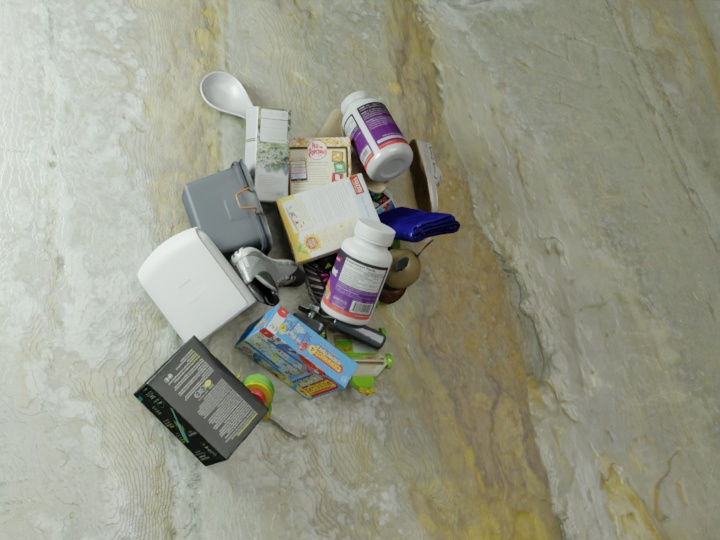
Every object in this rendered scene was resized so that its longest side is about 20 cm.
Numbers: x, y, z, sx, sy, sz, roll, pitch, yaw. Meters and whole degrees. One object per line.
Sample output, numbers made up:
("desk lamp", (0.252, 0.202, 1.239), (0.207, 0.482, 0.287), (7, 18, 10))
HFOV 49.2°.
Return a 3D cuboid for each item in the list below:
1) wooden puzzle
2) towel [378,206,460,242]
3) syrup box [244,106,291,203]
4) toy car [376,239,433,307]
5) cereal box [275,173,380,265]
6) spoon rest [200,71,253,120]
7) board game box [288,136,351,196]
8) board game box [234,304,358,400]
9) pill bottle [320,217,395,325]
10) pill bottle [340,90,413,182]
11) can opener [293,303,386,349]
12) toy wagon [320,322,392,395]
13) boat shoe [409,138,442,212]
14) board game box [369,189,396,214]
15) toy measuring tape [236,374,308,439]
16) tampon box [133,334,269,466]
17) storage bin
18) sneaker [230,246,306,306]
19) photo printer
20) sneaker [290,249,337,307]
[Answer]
("wooden puzzle", (-0.010, -0.272, 1.832), (0.199, 0.046, 0.186), (25, 53, 1))
("towel", (0.103, -0.105, 1.745), (0.147, 0.199, 0.050), (-14, 106, -36))
("syrup box", (-0.201, -0.246, 1.691), (0.078, 0.081, 0.202), (0, 96, -27))
("toy car", (0.072, -0.019, 1.723), (0.164, 0.200, 0.158), (-33, 90, -32))
("cereal box", (-0.065, -0.109, 1.669), (0.199, 0.040, 0.145), (-18, 80, -14))
("spoon rest", (-0.270, -0.358, 1.740), (0.200, 0.061, 0.099), (48, 59, -7))
("board game box", (-0.093, -0.191, 1.732), (0.150, 0.046, 0.202), (-1, 85, -4))
("board game box", (-0.131, 0.168, 1.556), (0.195, 0.200, 0.056), (38, 62, -11))
("pill bottle", (0.000, 0.000, 1.614), (0.111, 0.111, 0.201), (14, 106, -23))
("pill bottle", (0.030, -0.305, 1.768), (0.112, 0.113, 0.201), (-11, 60, -30))
("can opener", (-0.048, 0.127, 1.646), (0.199, 0.053, 0.067), (25, 75, 1))
("toy wagon", (-0.010, 0.183, 1.663), (0.154, 0.040, 0.201), (3, 49, -20))
("boat shoe", (0.170, -0.228, 1.920), (0.069, 0.071, 0.202), (-2, 73, -26))
("board game box", (-0.021, -0.160, 1.819), (0.199, 0.035, 0.127), (-21, 83, -31))
("toy measuring tape", (-0.175, 0.263, 1.573), (0.199, 0.074, 0.074), (34, 61, -11))
("tampon box", (-0.299, 0.247, 1.471), (0.200, 0.150, 0.126), (46, 60, -7))
("storage bin", (-0.279, -0.113, 1.617), (0.133, 0.146, 0.201), (-18, 82, -21))
("sneaker", (-0.176, 0.031, 1.609), (0.199, 0.075, 0.116), (19, 37, -48))
("photo printer", (-0.325, 0.028, 1.535), (0.166, 0.069, 0.201), (-36, 92, 9))
("sneaker", (-0.078, 0.005, 1.701), (0.073, 0.087, 0.201), (-28, 86, -30))
